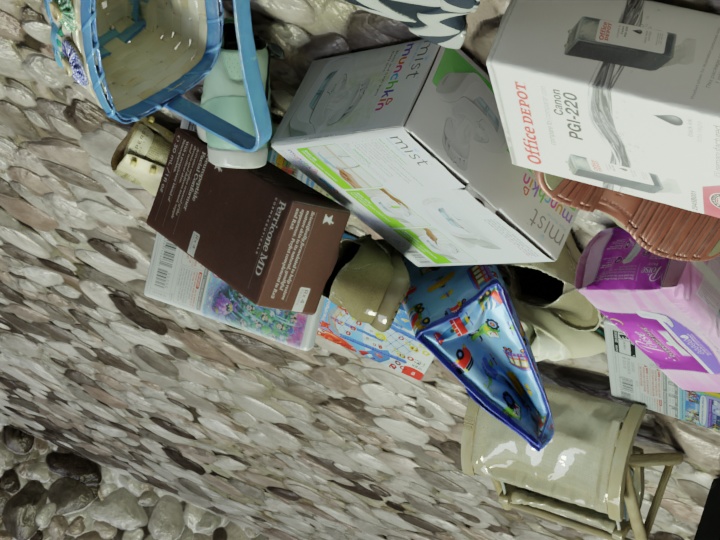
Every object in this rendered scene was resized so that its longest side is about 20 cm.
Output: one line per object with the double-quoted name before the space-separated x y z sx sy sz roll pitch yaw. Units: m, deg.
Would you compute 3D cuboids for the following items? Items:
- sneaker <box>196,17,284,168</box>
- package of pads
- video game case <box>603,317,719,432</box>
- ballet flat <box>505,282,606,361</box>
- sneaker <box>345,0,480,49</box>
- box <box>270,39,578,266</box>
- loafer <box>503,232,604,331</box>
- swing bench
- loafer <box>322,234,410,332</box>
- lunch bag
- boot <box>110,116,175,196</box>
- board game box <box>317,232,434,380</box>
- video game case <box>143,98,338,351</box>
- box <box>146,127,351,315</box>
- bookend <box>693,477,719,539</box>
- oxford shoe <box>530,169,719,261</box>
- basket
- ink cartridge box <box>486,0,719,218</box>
"sneaker" -0.105 -0.165 1.385 0.073 0.119 0.200 2 -166 -9
"package of pads" 0.294 0.039 1.405 0.120 0.076 0.200 -2 147 47
"video game case" 0.341 0.111 1.605 0.181 0.022 0.200 17 157 19
"ballet flat" 0.160 0.056 1.609 0.199 0.070 0.069 28 159 -10
"sneaker" 0.026 -0.225 1.061 0.129 0.080 0.199 16 169 -1
"box" 0.059 -0.092 1.322 0.200 0.097 0.176 38 155 -31
"loafer" 0.175 0.009 1.473 0.075 0.069 0.200 9 154 35
"swing bench" 0.236 0.216 1.793 0.198 0.130 0.200 14 164 31
"loafer" 0.000 0.000 1.431 0.067 0.076 0.200 28 -177 -10
"lunch bag" 0.124 0.068 1.488 0.200 0.094 0.151 52 -172 -28
"boot" -0.160 -0.101 1.580 0.155 0.073 0.200 31 163 -20
"board game box" 0.003 0.034 1.742 0.195 0.056 0.200 24 159 2
"video game case" -0.106 -0.044 1.509 0.181 0.201 0.024 18 -168 17
"box" -0.104 -0.046 1.409 0.075 0.101 0.200 9 -164 -43
"bookend" 0.481 0.364 1.806 0.199 0.199 0.092 28 157 -12
"oxford shoe" 0.219 -0.070 1.272 0.199 0.071 0.074 26 -163 -25
"basket" -0.155 -0.192 1.220 0.199 0.139 0.177 22 138 30
"ink cartridge box" 0.201 -0.120 1.117 0.199 0.085 0.146 18 158 22
